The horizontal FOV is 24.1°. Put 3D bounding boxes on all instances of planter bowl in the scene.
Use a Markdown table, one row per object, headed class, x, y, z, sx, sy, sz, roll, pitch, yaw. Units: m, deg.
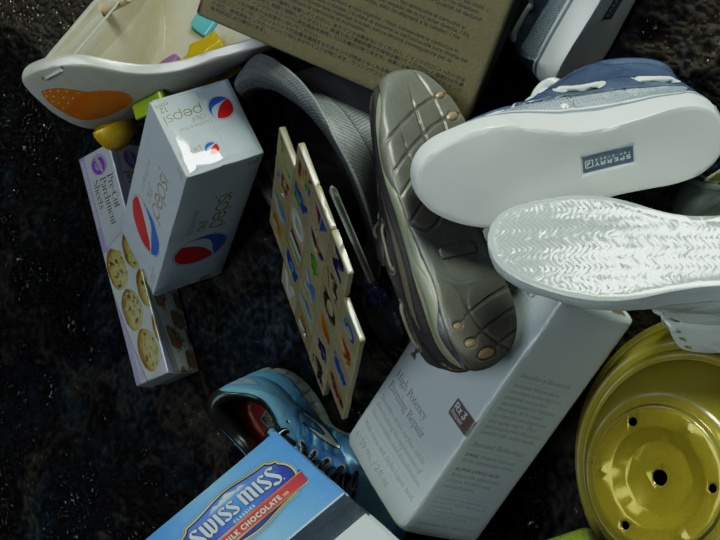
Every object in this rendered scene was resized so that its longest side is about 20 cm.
| class | x | y | z | sx | sy | sz | roll | pitch | yaw |
| --- | --- | --- | --- | --- | --- | --- | --- | --- | --- |
| planter bowl | 0.206 | 0.128 | 1.072 | 0.200 | 0.083 | 0.201 | 1 | 91 | 36 |

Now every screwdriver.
| class | x | y | z | sx | sy | sz | roll | pitch | yaw |
| --- | --- | --- | --- | --- | --- | --- | --- | --- | --- |
| screwdriver | 0.000 | 0.000 | 1.104 | 0.029 | 0.200 | 0.028 | -23 | 58 | 6 |

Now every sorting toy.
| class | x | y | z | sx | sy | sz | roll | pitch | yaw |
| --- | --- | --- | --- | --- | --- | --- | --- | --- | --- |
| sorting toy | -0.122 | -0.180 | 1.271 | 0.180 | 0.200 | 0.107 | -11 | 123 | 31 |

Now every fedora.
| class | x | y | z | sx | sy | sz | roll | pitch | yaw |
| --- | --- | --- | --- | --- | --- | --- | --- | --- | --- |
| fedora | -0.009 | -0.085 | 1.196 | 0.200 | 0.090 | 0.177 | 21 | 137 | 60 |

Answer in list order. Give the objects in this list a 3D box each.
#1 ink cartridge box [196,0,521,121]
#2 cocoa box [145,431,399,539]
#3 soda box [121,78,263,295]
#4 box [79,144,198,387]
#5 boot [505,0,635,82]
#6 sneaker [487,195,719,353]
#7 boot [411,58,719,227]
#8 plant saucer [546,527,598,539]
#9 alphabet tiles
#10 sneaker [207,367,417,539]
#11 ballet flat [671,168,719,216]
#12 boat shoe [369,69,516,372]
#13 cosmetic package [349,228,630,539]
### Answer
| class | x | y | z | sx | sy | sz | roll | pitch | yaw |
| --- | --- | --- | --- | --- | --- | --- | --- | --- | --- |
| ink cartridge box | 0.011 | -0.210 | 1.103 | 0.200 | 0.075 | 0.165 | 24 | 124 | 5 |
| cocoa box | -0.052 | 0.237 | 1.171 | 0.131 | 0.133 | 0.200 | 40 | 157 | 30 |
| soda box | -0.130 | -0.058 | 1.266 | 0.068 | 0.064 | 0.200 | 63 | 157 | 18 |
| box | -0.182 | -0.005 | 1.380 | 0.041 | 0.039 | 0.200 | -22 | 77 | 33 |
| boot | 0.152 | -0.222 | 1.116 | 0.090 | 0.073 | 0.200 | 46 | 118 | 26 |
| sneaker | 0.177 | 0.012 | 1.034 | 0.199 | 0.116 | 0.074 | 5 | 64 | 6 |
| boot | 0.121 | -0.084 | 1.065 | 0.090 | 0.199 | 0.073 | -117 | 22 | -57 |
| plant saucer | 0.089 | 0.290 | 1.071 | 0.048 | 0.200 | 0.200 | -164 | 59 | -74 |
| alphabet tiles | -0.032 | 0.004 | 1.164 | 0.200 | 0.006 | 0.167 | 102 | 149 | -62 |
| sneaker | -0.040 | 0.146 | 1.245 | 0.200 | 0.090 | 0.079 | 33 | 109 | 30 |
| ballet flat | 0.279 | -0.049 | 1.033 | 0.200 | 0.068 | 0.069 | -5 | 75 | 36 |
| boat shoe | 0.037 | -0.028 | 1.083 | 0.073 | 0.074 | 0.200 | -26 | 73 | 54 |
| cosmetic package | 0.083 | 0.075 | 1.142 | 0.200 | 0.074 | 0.102 | -60 | 39 | 21 |
